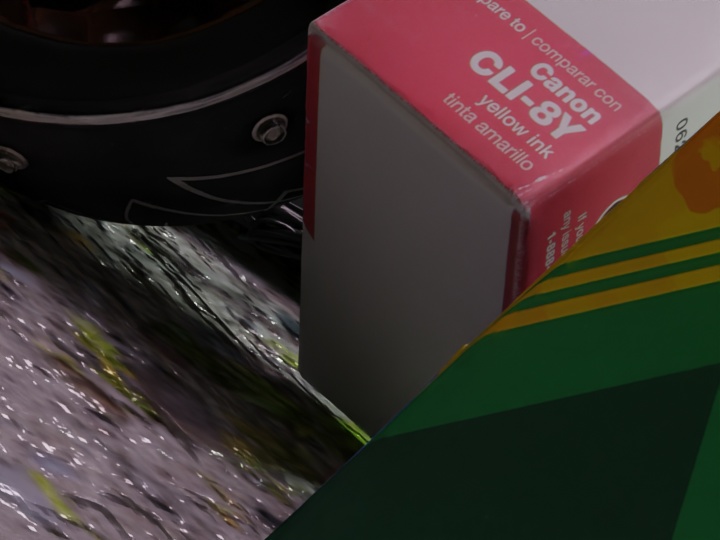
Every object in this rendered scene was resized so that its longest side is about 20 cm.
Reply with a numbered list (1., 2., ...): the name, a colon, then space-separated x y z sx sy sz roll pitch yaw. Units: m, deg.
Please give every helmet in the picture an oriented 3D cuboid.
1. helmet: -0.046 -0.111 0.813 0.200 0.191 0.200 4 23 -2

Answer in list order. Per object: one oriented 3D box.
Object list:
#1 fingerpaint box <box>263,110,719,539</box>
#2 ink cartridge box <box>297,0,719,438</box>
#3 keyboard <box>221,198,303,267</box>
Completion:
1. fingerpaint box: 0.071 0.026 0.629 0.073 0.167 0.200 48 12 7
2. ink cartridge box: 0.084 -0.042 0.800 0.083 0.200 0.145 41 -30 28
3. keyboard: 0.000 0.000 0.930 0.200 0.021 0.127 29 3 -5
